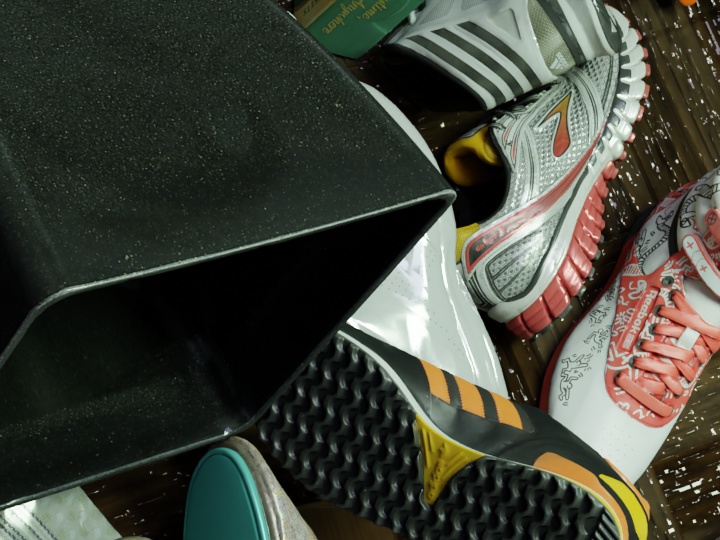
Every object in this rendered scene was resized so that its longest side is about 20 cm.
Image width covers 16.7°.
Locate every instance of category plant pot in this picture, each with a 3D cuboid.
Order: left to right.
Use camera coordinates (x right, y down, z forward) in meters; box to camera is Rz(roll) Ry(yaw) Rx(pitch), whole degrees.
[{"bbox_3d":[-0.121,-0.031,0.985,0.200,0.200,0.178,-17,68,-39],"label":"plant pot"}]

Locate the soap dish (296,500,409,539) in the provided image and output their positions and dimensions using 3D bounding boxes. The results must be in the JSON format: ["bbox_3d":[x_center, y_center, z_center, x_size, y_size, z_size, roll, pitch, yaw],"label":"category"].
[{"bbox_3d":[0.070,0.186,1.144,0.157,0.081,0.200,-8,72,-33],"label":"soap dish"}]

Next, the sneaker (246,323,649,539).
[{"bbox_3d":[0.039,0.080,1.101,0.200,0.070,0.090,30,17,19],"label":"sneaker"}]

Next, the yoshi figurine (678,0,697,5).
[{"bbox_3d":[0.216,-0.227,1.407,0.200,0.112,0.112,-15,61,-32],"label":"yoshi figurine"}]

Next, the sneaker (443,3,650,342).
[{"bbox_3d":[0.092,-0.066,1.271,0.082,0.078,0.200,28,56,-15],"label":"sneaker"}]

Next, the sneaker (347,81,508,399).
[{"bbox_3d":[0.000,0.000,1.185,0.088,0.075,0.200,-17,80,-40],"label":"sneaker"}]

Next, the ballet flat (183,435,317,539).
[{"bbox_3d":[-0.035,0.174,1.097,0.067,0.068,0.201,3,80,-47],"label":"ballet flat"}]

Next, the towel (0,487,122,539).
[{"bbox_3d":[-0.175,0.139,1.018,0.200,0.034,0.193,54,51,-20],"label":"towel"}]

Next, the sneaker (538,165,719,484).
[{"bbox_3d":[0.161,0.024,1.253,0.067,0.108,0.202,37,55,-12],"label":"sneaker"}]

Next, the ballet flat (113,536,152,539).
[{"bbox_3d":[-0.120,0.194,1.012,0.067,0.046,0.200,51,50,-26],"label":"ballet flat"}]

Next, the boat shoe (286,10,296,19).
[{"bbox_3d":[-0.044,-0.024,1.123,0.074,0.086,0.203,-3,98,-38],"label":"boat shoe"}]

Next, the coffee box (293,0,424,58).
[{"bbox_3d":[0.011,-0.224,1.266,0.044,0.123,0.201,13,64,-27],"label":"coffee box"}]

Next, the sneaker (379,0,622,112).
[{"bbox_3d":[0.051,-0.159,1.289,0.076,0.115,0.201,57,8,-43],"label":"sneaker"}]

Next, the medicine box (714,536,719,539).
[{"bbox_3d":[0.246,0.206,1.174,0.182,0.103,0.200,-21,86,-58],"label":"medicine box"}]
